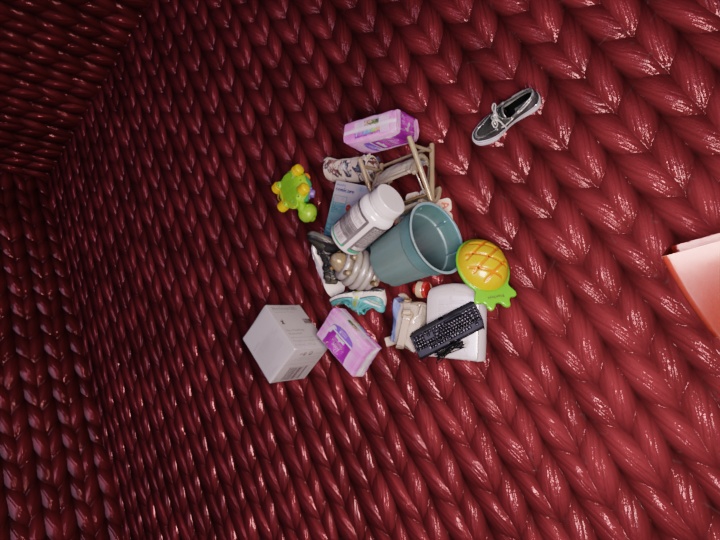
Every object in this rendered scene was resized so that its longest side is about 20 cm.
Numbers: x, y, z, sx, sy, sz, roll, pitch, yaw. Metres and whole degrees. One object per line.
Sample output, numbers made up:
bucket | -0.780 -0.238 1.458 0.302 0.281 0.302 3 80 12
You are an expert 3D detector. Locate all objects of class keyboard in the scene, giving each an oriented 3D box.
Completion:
keyboard | 0.223 0.166 1.317 0.200 0.040 0.104 -33 72 22

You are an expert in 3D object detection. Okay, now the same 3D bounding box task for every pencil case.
pencil case | -0.031 -0.326 1.629 0.200 0.078 0.090 7 118 39

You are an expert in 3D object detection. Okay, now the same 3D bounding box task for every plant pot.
plant pot | 0.140 -0.055 1.392 0.196 0.200 0.201 -27 70 45
plant pot | 0.709 0.017 0.959 0.200 0.200 0.177 -19 86 35

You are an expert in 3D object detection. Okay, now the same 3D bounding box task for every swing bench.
swing bench | 0.114 -0.249 1.467 0.199 0.130 0.201 -14 82 39

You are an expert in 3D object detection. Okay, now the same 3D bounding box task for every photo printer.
photo printer | 0.256 0.135 1.371 0.166 0.069 0.201 -1 85 36

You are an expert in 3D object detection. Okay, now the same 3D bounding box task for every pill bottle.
pill bottle | 0.020 -0.138 1.395 0.200 0.113 0.113 -38 64 37

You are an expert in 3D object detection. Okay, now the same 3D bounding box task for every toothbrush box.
toothbrush box | -0.021 -0.169 1.607 0.146 0.085 0.201 20 97 39

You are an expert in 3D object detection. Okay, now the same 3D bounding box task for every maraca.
maraca | 0.318 0.007 1.300 0.107 0.137 0.200 98 158 -63

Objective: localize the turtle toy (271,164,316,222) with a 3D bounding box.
turtle toy | -0.211 -0.255 1.752 0.146 0.101 0.200 -32 68 32

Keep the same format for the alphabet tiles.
alphabet tiles | 0.179 -0.134 1.491 0.195 0.015 0.201 -8 81 37

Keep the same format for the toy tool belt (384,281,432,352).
toy tool belt | 0.126 0.124 1.442 0.123 0.125 0.201 6 93 32

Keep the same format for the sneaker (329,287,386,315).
sneaker | -0.011 0.100 1.581 0.200 0.077 0.080 -4 95 33

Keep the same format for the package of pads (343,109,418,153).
package of pads | 0.061 -0.410 1.529 0.200 0.120 0.076 -4 84 38

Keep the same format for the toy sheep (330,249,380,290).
toy sheep | 0.000 0.000 1.517 0.138 0.200 0.138 -52 22 31

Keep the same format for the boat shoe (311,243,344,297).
boat shoe | -0.111 -0.005 1.655 0.200 0.072 0.069 63 171 -15

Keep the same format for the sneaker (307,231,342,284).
sneaker | -0.098 -0.031 1.572 0.076 0.199 0.114 2 56 57

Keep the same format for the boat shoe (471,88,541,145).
boat shoe | 0.368 -0.399 1.329 0.199 0.068 0.074 -26 71 34

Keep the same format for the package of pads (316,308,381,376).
package of pads | -0.037 0.222 1.591 0.200 0.076 0.121 44 111 32

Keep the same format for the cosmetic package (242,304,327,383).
cosmetic package | -0.249 0.239 1.700 0.165 0.165 0.200 -52 59 22
